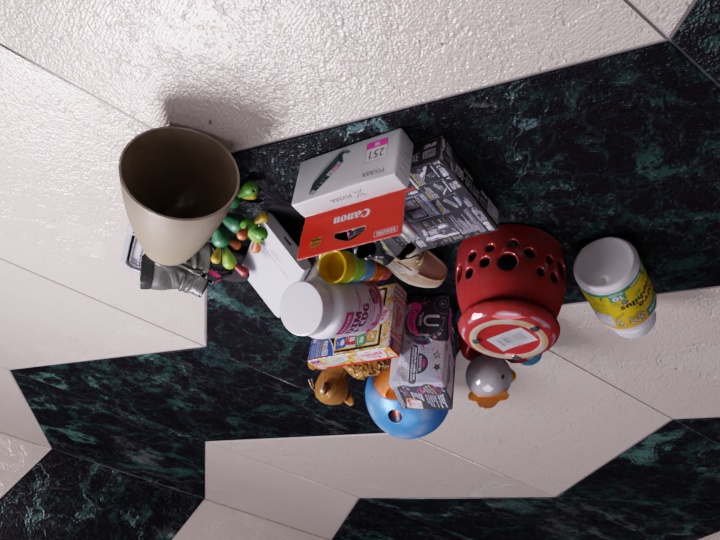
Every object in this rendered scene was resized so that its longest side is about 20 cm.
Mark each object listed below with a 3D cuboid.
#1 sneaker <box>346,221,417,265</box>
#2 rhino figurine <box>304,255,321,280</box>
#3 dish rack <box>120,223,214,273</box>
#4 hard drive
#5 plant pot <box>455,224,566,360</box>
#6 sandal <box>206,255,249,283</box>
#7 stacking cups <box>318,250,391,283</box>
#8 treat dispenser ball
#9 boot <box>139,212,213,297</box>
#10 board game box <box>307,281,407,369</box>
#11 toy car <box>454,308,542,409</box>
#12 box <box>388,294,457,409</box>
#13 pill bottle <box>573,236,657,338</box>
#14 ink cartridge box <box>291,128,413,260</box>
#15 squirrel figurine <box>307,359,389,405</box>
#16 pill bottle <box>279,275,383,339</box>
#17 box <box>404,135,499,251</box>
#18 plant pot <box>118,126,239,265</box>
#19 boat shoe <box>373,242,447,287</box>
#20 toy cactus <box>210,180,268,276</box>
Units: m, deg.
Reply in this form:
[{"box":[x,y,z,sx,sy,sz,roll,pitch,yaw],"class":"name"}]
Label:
[{"box":[-0.001,-0.067,1.263,0.199,0.088,0.074,26,168,38],"class":"sneaker"},{"box":[-0.075,-0.026,1.400,0.059,0.088,0.200,14,147,-8],"class":"rhino figurine"},{"box":[-0.384,-0.040,1.501,0.170,0.044,0.200,18,146,-15],"class":"dish rack"},{"box":[-0.166,-0.006,1.444,0.132,0.027,0.200,51,146,11],"class":"hard drive"},{"box":[0.265,0.044,1.337,0.199,0.184,0.201,8,146,5],"class":"plant pot"},{"box":[-0.314,-0.008,1.451,0.199,0.045,0.075,20,145,-16],"class":"sandal"},{"box":[0.000,0.000,1.370,0.060,0.061,0.200,-11,170,29],"class":"stacking cups"},{"box":[0.110,0.286,1.725,0.199,0.202,0.201,7,148,4],"class":"treat dispenser ball"},{"box":[-0.336,-0.053,1.387,0.130,0.202,0.068,5,-169,-18],"class":"boot"},{"box":[-0.007,0.116,1.542,0.199,0.152,0.046,-13,141,32],"class":"board game box"},{"box":[0.285,0.195,1.542,0.175,0.201,0.185,-5,145,22],"class":"toy car"},{"box":[0.134,0.167,1.538,0.114,0.201,0.132,-3,146,15],"class":"box"},{"box":[0.463,0.039,1.337,0.112,0.113,0.200,-11,142,29],"class":"pill bottle"},{"box":[-0.019,-0.117,1.165,0.199,0.175,0.044,-13,141,31],"class":"ink cartridge box"},{"box":[-0.036,0.196,1.640,0.199,0.188,0.141,-22,136,39],"class":"squirrel figurine"},{"box":[-0.052,0.067,1.372,0.113,0.114,0.199,-13,173,31],"class":"pill bottle"},{"box":[0.117,-0.120,1.241,0.157,0.050,0.200,-15,140,34],"class":"box"},{"box":[-0.308,-0.101,1.242,0.186,0.188,0.200,16,144,-10],"class":"plant pot"},{"box":[0.085,-0.030,1.366,0.199,0.074,0.069,25,150,-22],"class":"boat shoe"},{"box":[-0.245,-0.085,1.344,0.164,0.103,0.201,27,139,6],"class":"toy cactus"}]
